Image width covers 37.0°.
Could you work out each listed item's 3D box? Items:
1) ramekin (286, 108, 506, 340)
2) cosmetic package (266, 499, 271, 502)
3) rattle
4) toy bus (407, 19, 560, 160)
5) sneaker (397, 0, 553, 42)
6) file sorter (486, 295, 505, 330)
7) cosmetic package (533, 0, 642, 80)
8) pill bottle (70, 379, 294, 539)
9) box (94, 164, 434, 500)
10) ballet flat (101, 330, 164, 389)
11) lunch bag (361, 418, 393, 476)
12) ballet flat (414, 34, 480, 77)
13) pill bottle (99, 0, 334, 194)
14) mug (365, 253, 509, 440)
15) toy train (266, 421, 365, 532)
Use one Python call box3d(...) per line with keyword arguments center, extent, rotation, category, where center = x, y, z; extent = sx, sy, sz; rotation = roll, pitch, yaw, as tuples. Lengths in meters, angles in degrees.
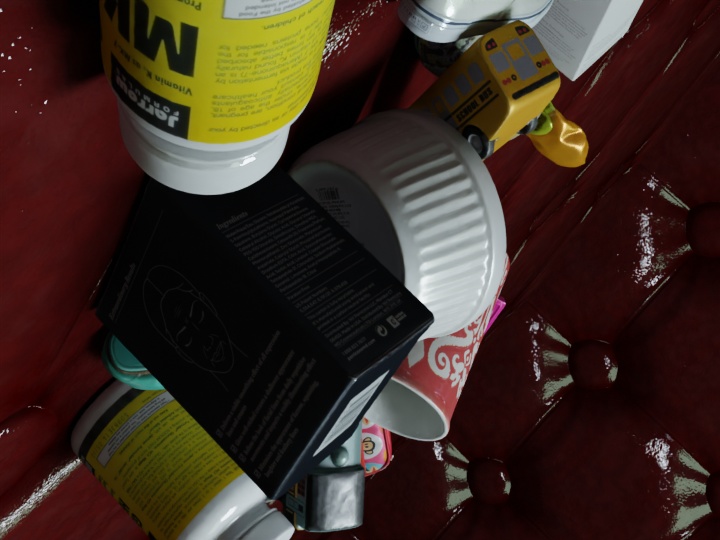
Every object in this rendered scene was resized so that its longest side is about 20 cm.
box3d(center=(0.014, -0.028, 0.909), extent=(0.104, 0.201, 0.201), rotation=(-21, 153, -40), category="ramekin")
box3d(center=(-0.116, 0.185, 1.141), extent=(0.199, 0.114, 0.081), rotation=(-33, 180, 45), category="cosmetic package")
box3d(center=(0.174, -0.128, 1.127), extent=(0.129, 0.144, 0.200), rotation=(-20, -159, 12), category="rattle")
box3d(center=(0.087, -0.125, 0.922), extent=(0.065, 0.079, 0.200), rotation=(-31, 177, -31), category="toy bus")
box3d(center=(0.111, -0.234, 0.868), extent=(0.199, 0.073, 0.071), rotation=(-32, 163, -48), category="sneaker")
box3d(center=(0.058, 0.055, 1.318), extent=(0.201, 0.138, 0.126), rotation=(-58, -160, 26), category="file sorter")
box3d(center=(0.240, -0.297, 1.062), extent=(0.107, 0.085, 0.201), rotation=(-41, 164, -25), category="cosmetic package")
box3d(center=(-0.156, 0.189, 0.963), extent=(0.112, 0.200, 0.113), rotation=(-43, 166, -14), category="pill bottle")
box3d(center=(-0.074, 0.032, 0.777), extent=(0.107, 0.200, 0.149), rotation=(-32, 161, -48), category="box")
box3d(center=(-0.114, 0.064, 0.894), extent=(0.197, 0.068, 0.070), rotation=(-2, 166, -13), category="ballet flat")
box3d(center=(-0.033, 0.156, 1.240), extent=(0.174, 0.082, 0.202), rotation=(-10, 128, -3), category="lunch bag")
box3d(center=(0.105, -0.190, 0.982), extent=(0.072, 0.072, 0.200), rotation=(-49, 166, 9), category="ballet flat")
box3d(center=(-0.069, -0.131, 0.516), extent=(0.114, 0.114, 0.201), rotation=(-39, 164, -28), category="pill bottle")
box3d(center=(0.057, 0.057, 1.125), extent=(0.177, 0.133, 0.201), rotation=(-22, -145, 58), category="mug")
box3d(center=(-0.039, 0.142, 0.986), extent=(0.084, 0.114, 0.203), rotation=(2, 94, -30), category="toy train")
